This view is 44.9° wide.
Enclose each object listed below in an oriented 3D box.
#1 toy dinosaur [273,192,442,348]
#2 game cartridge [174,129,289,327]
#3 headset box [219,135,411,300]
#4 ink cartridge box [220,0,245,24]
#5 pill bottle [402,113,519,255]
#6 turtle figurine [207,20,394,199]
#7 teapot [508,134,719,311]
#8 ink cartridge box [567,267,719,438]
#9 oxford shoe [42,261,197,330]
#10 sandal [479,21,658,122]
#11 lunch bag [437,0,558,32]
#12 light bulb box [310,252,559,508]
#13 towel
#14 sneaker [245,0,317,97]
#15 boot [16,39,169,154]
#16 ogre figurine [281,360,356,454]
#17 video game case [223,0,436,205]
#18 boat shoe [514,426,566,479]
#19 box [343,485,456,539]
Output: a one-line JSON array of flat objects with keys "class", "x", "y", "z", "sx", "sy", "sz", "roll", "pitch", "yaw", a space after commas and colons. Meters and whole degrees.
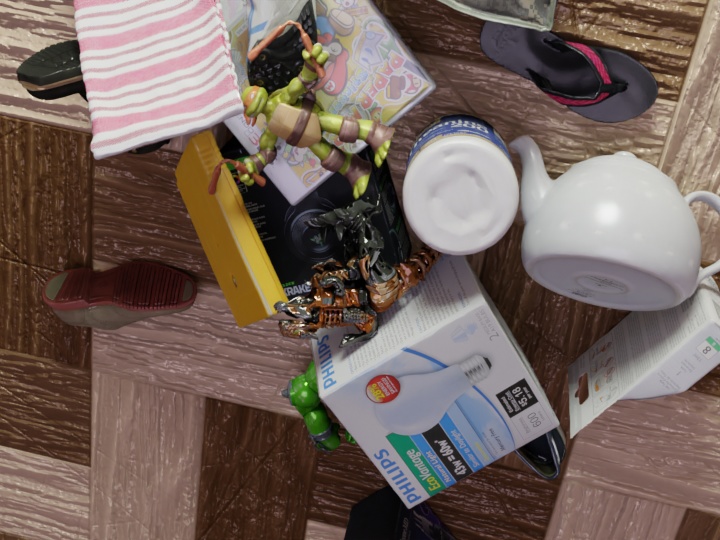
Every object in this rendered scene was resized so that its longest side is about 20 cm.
[{"class": "toy dinosaur", "x": 0.000, "y": 0.000, "z": 0.902, "sx": 0.101, "sy": 0.198, "sz": 0.138, "roll": -16, "pitch": 96, "yaw": 53}, {"class": "game cartridge", "x": -0.148, "y": -0.038, "z": 0.970, "sx": 0.032, "sy": 0.176, "sz": 0.203, "roll": -23, "pitch": 91, "yaw": -20}, {"class": "headset box", "x": -0.051, "y": -0.083, "z": 0.987, "sx": 0.171, "sy": 0.093, "sz": 0.203, "roll": -11, "pitch": 112, "yaw": 14}, {"class": "ink cartridge box", "x": -0.112, "y": -0.271, "z": 0.916, "sx": 0.196, "sy": 0.084, "sz": 0.148, "roll": -4, "pitch": 113, "yaw": 12}, {"class": "pill bottle", "x": 0.100, "y": -0.098, "z": 0.888, "sx": 0.108, "sy": 0.200, "sz": 0.113, "roll": 2, "pitch": 109, "yaw": 5}, {"class": "turtle figurine", "x": -0.058, "y": -0.133, "z": 0.850, "sx": 0.159, "sy": 0.065, "sz": 0.201, "roll": 25, "pitch": 120, "yaw": -14}, {"class": "teapot", "x": 0.271, "y": -0.052, "z": 0.915, "sx": 0.195, "sy": 0.149, "sz": 0.199, "roll": 4, "pitch": 161, "yaw": 40}, {"class": "ink cartridge box", "x": 0.316, "y": 0.096, "z": 0.964, "sx": 0.050, "sy": 0.161, "sz": 0.201, "roll": 38, "pitch": 115, "yaw": -5}, {"class": "oxford shoe", "x": -0.299, "y": 0.038, "z": 1.115, "sx": 0.196, "sy": 0.071, "sz": 0.075, "roll": 2, "pitch": 142, "yaw": 8}, {"class": "sandal", "x": 0.215, "y": -0.207, "z": 0.907, "sx": 0.197, "sy": 0.045, "sz": 0.076, "roll": 24, "pitch": 116, "yaw": -1}, {"class": "lunch bag", "x": 0.095, "y": -0.316, "z": 0.813, "sx": 0.196, "sy": 0.165, "sz": 0.119, "roll": 13, "pitch": 122, "yaw": 3}, {"class": "light bulb box", "x": 0.079, "y": 0.118, "z": 0.959, "sx": 0.198, "sy": 0.125, "sz": 0.199, "roll": -31, "pitch": 119, "yaw": 9}, {"class": "towel", "x": -0.193, "y": -0.203, "z": 0.811, "sx": 0.144, "sy": 0.203, "sz": 0.030, "roll": -18, "pitch": 150, "yaw": 2}, {"class": "sneaker", "x": -0.078, "y": -0.257, "z": 0.817, "sx": 0.070, "sy": 0.073, "sz": 0.203, "roll": -6, "pitch": 127, "yaw": -18}, {"class": "boot", "x": -0.267, "y": -0.173, "z": 0.928, "sx": 0.076, "sy": 0.199, "sz": 0.141, "roll": 22, "pitch": 124, "yaw": 27}, {"class": "ogre figurine", "x": -0.014, "y": 0.141, "z": 1.087, "sx": 0.119, "sy": 0.099, "sz": 0.199, "roll": 35, "pitch": 133, "yaw": -26}, {"class": "video game case", "x": -0.054, "y": -0.195, "z": 0.877, "sx": 0.199, "sy": 0.023, "sz": 0.183, "roll": -36, "pitch": 102, "yaw": 20}, {"class": "boat shoe", "x": 0.189, "y": 0.173, "z": 1.078, "sx": 0.074, "sy": 0.062, "sz": 0.202, "roll": -26, "pitch": 107, "yaw": 22}, {"class": "box", "x": 0.070, "y": 0.411, "z": 1.161, "sx": 0.104, "sy": 0.149, "sz": 0.201, "roll": -33, "pitch": 106, "yaw": 22}]
